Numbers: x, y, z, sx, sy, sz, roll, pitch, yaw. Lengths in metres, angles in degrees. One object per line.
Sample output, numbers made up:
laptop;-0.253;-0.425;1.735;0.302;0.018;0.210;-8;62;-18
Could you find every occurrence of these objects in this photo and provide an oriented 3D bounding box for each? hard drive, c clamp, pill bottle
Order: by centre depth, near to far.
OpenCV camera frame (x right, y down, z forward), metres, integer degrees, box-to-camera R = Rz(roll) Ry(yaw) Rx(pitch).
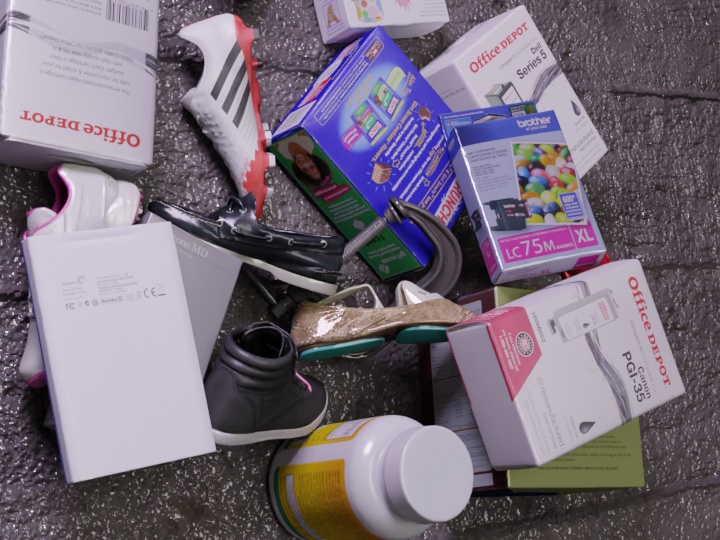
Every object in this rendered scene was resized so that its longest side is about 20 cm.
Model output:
hard drive;-0.201;0.065;1.131;0.131;0.025;0.202;-8;83;-34
pill bottle;0.010;0.194;1.252;0.112;0.199;0.114;9;74;-35
c clamp;0.000;0.000;1.344;0.199;0.027;0.172;-35;110;-4

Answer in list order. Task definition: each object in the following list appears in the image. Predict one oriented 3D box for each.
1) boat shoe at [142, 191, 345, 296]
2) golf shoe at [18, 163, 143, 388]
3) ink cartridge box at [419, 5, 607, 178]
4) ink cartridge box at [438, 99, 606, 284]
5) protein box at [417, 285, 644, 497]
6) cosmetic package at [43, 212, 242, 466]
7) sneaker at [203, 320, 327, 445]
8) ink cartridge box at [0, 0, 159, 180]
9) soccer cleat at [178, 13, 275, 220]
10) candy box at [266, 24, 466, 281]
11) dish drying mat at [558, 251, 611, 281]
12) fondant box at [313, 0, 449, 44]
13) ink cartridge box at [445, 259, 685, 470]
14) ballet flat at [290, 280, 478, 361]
boat shoe;-0.104;-0.039;1.273;0.198;0.075;0.067;22;94;-9
golf shoe;-0.263;0.000;1.166;0.091;0.075;0.202;30;66;-29
ink cartridge box;0.169;-0.174;1.528;0.145;0.084;0.201;-42;105;-35
ink cartridge box;0.164;-0.091;1.387;0.118;0.042;0.202;-10;66;-16
protein box;0.178;0.134;1.432;0.197;0.134;0.202;6;75;-35
cosmetic package;-0.192;0.063;1.203;0.106;0.090;0.202;27;68;-26
sneaker;-0.073;0.097;1.245;0.199;0.070;0.100;-5;125;-60
ink cartridge box;-0.262;-0.192;1.208;0.145;0.086;0.202;10;76;-35
soccer cleat;-0.131;-0.147;1.315;0.084;0.069;0.202;-7;98;-5
candy box;0.024;-0.121;1.413;0.200;0.077;0.170;47;56;-18
dish drying mat;0.250;0.027;1.416;0.076;0.018;0.202;-22;89;-38
fondant box;0.006;-0.354;1.465;0.143;0.058;0.202;-12;86;-38
ink cartridge box;0.200;0.088;1.310;0.199;0.083;0.148;-21;91;-29
ballet flat;0.027;0.043;1.322;0.198;0.071;0.066;-5;74;-17
